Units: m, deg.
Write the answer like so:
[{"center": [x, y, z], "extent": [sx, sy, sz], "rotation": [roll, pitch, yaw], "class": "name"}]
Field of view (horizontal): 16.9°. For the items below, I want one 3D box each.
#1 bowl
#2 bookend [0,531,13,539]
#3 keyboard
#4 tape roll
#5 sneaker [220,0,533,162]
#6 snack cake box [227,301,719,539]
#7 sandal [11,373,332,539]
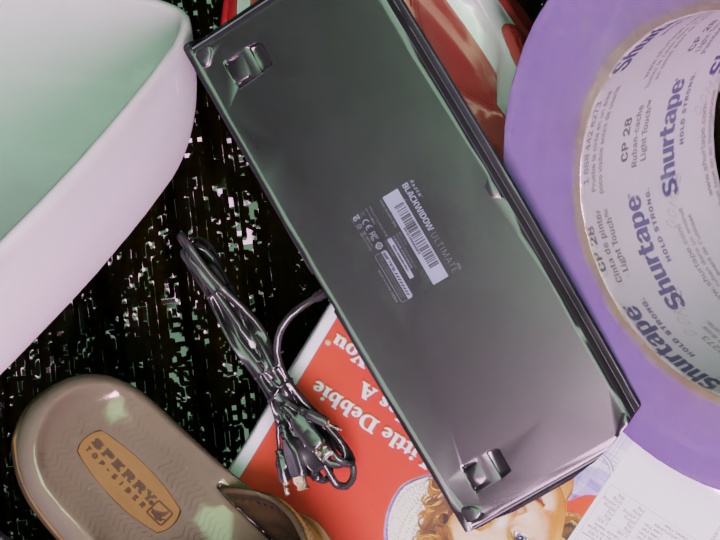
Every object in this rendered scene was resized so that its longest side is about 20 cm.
[{"center": [-0.169, -0.023, 0.879], "extent": [0.199, 0.075, 0.200], "rotation": [10, 44, 30], "class": "bowl"}, {"center": [-0.184, 0.182, 0.890], "extent": [0.198, 0.092, 0.200], "rotation": [35, 78, 4], "class": "bookend"}, {"center": [0.000, 0.000, 0.853], "extent": [0.127, 0.021, 0.201], "rotation": [-31, 87, 12], "class": "keyboard"}, {"center": [0.150, -0.029, 0.816], "extent": [0.085, 0.200, 0.201], "rotation": [-19, 83, -45], "class": "tape roll"}, {"center": [0.018, -0.060, 0.943], "extent": [0.115, 0.078, 0.201], "rotation": [-30, 83, 15], "class": "sneaker"}, {"center": [0.064, 0.082, 0.902], "extent": [0.200, 0.067, 0.115], "rotation": [33, 112, 4], "class": "snack cake box"}, {"center": [-0.040, 0.106, 0.855], "extent": [0.200, 0.054, 0.080], "rotation": [42, 58, 5], "class": "sandal"}]
